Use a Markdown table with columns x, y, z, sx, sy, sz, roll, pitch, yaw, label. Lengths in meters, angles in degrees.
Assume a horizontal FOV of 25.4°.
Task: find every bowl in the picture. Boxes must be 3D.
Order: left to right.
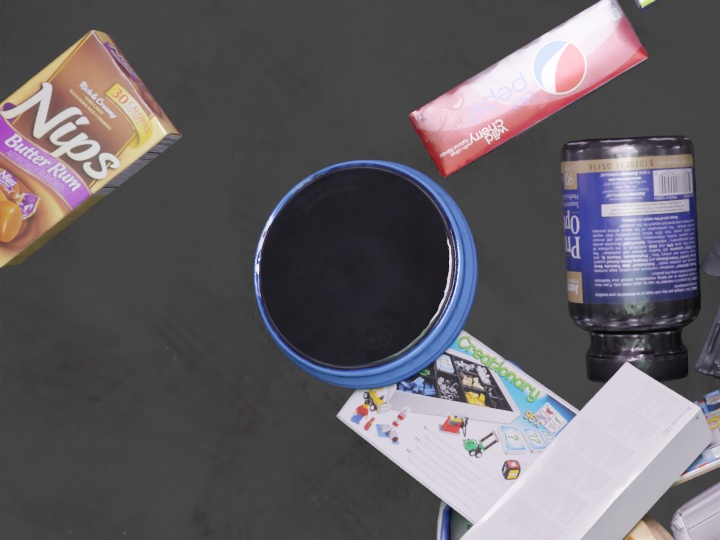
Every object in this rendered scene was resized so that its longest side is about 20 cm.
| x | y | z | sx | sy | sz | roll | pitch | yaw | label |
| --- | --- | --- | --- | --- | --- | --- | --- | --- | --- |
| 0.000 | 0.000 | 1.374 | 0.200 | 0.039 | 0.202 | -4 | 78 | 17 | bowl |

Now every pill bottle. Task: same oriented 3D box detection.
| x | y | z | sx | sy | sz | roll | pitch | yaw | label |
| --- | --- | --- | --- | --- | --- | --- | --- | --- | --- |
| 0.227 | -0.010 | 1.333 | 0.111 | 0.112 | 0.201 | -3 | 93 | 8 | pill bottle |

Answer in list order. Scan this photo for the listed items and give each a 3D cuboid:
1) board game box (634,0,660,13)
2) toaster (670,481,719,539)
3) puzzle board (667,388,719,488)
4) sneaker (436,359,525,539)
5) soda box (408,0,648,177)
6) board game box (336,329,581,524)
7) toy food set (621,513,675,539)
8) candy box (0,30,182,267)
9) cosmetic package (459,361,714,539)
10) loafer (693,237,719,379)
| x | y | z | sx | sy | sz | roll | pitch | yaw | label |
| --- | --- | --- | --- | --- | --- | --- | --- | --- | --- |
| 0.289 | -0.327 | 1.336 | 0.199 | 0.045 | 0.135 | -31 | 89 | 9 | board game box |
| 0.341 | 0.213 | 1.306 | 0.129 | 0.200 | 0.114 | -32 | 71 | 20 | toaster |
| 0.248 | 0.148 | 1.320 | 0.199 | 0.151 | 0.017 | -25 | 98 | 9 | puzzle board |
| 0.110 | 0.178 | 1.375 | 0.075 | 0.088 | 0.201 | 9 | 94 | 9 | sneaker |
| 0.143 | -0.155 | 1.356 | 0.199 | 0.070 | 0.064 | -31 | 90 | 9 | soda box |
| 0.090 | 0.130 | 1.343 | 0.200 | 0.035 | 0.126 | 35 | 85 | 34 | board game box |
| 0.236 | 0.282 | 1.313 | 0.048 | 0.200 | 0.199 | -24 | 90 | -18 | toy food set |
| -0.274 | -0.108 | 1.427 | 0.200 | 0.056 | 0.117 | -37 | 87 | 7 | candy box |
| 0.176 | 0.171 | 1.239 | 0.200 | 0.051 | 0.082 | -45 | 43 | -11 | cosmetic package |
| 0.320 | -0.005 | 1.341 | 0.070 | 0.068 | 0.202 | 7 | 92 | 14 | loafer |
